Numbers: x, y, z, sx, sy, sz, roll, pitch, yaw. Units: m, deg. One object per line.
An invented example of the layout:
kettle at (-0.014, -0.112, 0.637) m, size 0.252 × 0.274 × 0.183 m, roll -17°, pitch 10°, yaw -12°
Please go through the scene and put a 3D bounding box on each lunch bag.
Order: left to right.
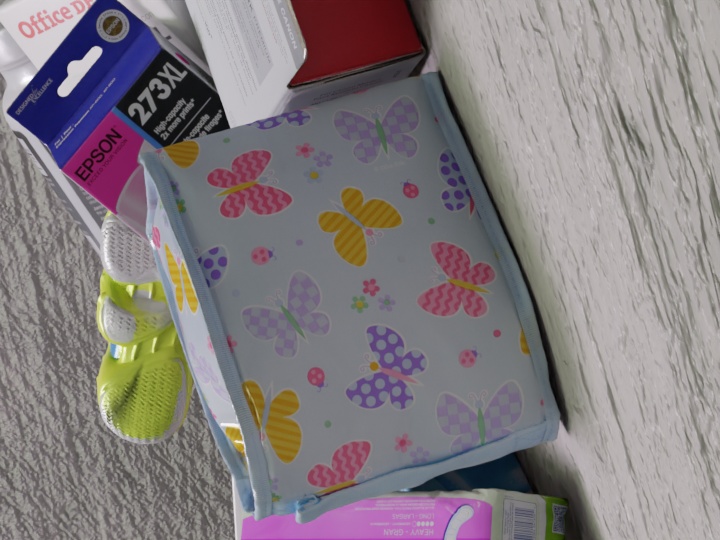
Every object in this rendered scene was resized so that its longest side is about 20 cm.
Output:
lunch bag at (-0.008, 0.023, 1.226) m, size 0.127 × 0.170 × 0.200 m, roll 95°, pitch 154°, yaw -64°

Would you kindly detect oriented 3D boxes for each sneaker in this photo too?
sneaker at (-0.119, 0.001, 1.458) m, size 0.105 × 0.076 × 0.200 m, roll -68°, pitch -8°, yaw -72°

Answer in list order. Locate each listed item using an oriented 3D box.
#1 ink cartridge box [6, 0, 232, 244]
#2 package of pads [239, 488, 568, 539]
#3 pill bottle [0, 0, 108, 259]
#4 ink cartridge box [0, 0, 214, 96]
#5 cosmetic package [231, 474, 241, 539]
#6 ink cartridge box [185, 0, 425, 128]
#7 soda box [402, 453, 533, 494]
ink cartridge box at (-0.100, -0.061, 1.369) m, size 0.200 × 0.095 × 0.037 m, roll 40°, pitch -171°, yaw -5°
package of pads at (0.016, 0.198, 1.283) m, size 0.200 × 0.068 × 0.155 m, roll -7°, pitch 76°, yaw 42°
pill bottle at (-0.164, -0.098, 1.570) m, size 0.200 × 0.116 × 0.116 m, roll 57°, pitch 178°, yaw -21°
ink cartridge box at (-0.106, -0.121, 1.447) m, size 0.146 × 0.084 × 0.200 m, roll -18°, pitch 116°, yaw 49°
cosmetic package at (-0.048, 0.113, 1.621) m, size 0.051 × 0.082 × 0.200 m, roll -73°, pitch -18°, yaw -66°
ink cartridge box at (-0.043, -0.183, 1.283) m, size 0.176 × 0.084 × 0.200 m, roll 135°, pitch 116°, yaw -70°
soda box at (0.055, 0.118, 1.397) m, size 0.068 × 0.064 × 0.200 m, roll 80°, pitch 168°, yaw -46°
